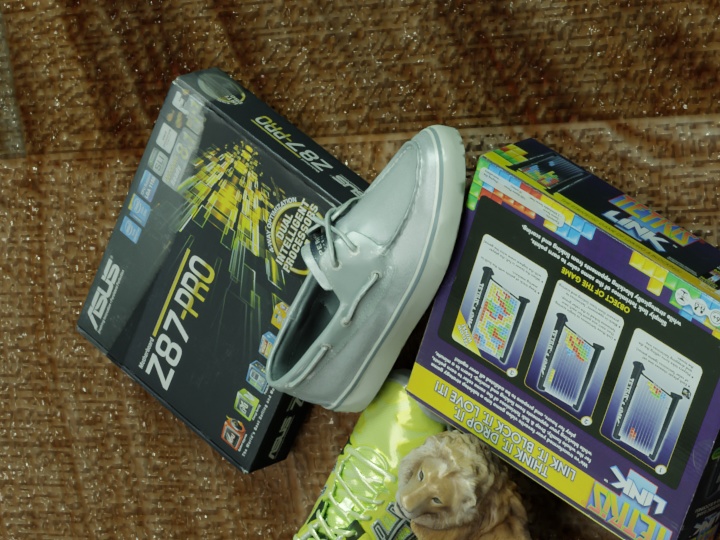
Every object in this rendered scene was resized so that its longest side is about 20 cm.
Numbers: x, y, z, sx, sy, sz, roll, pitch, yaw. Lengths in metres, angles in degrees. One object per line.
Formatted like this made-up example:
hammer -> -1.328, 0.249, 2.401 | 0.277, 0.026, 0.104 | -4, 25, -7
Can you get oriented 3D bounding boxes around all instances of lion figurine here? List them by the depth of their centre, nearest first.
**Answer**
lion figurine -> 0.092, 0.182, 1.751 | 0.200, 0.073, 0.123 | 40, 136, -3

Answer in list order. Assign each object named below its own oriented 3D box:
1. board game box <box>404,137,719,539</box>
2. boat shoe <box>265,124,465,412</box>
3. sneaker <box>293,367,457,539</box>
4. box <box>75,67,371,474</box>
board game box -> 0.136, 0.045, 1.705 | 0.200, 0.057, 0.166 | 34, 123, 27
boat shoe -> 0.000, 0.000, 1.746 | 0.070, 0.071, 0.201 | -111, 38, -49
sneaker -> 0.004, 0.153, 1.826 | 0.075, 0.076, 0.201 | 31, 119, 30
box -> -0.079, 0.000, 1.864 | 0.161, 0.049, 0.201 | 40, 123, 24
